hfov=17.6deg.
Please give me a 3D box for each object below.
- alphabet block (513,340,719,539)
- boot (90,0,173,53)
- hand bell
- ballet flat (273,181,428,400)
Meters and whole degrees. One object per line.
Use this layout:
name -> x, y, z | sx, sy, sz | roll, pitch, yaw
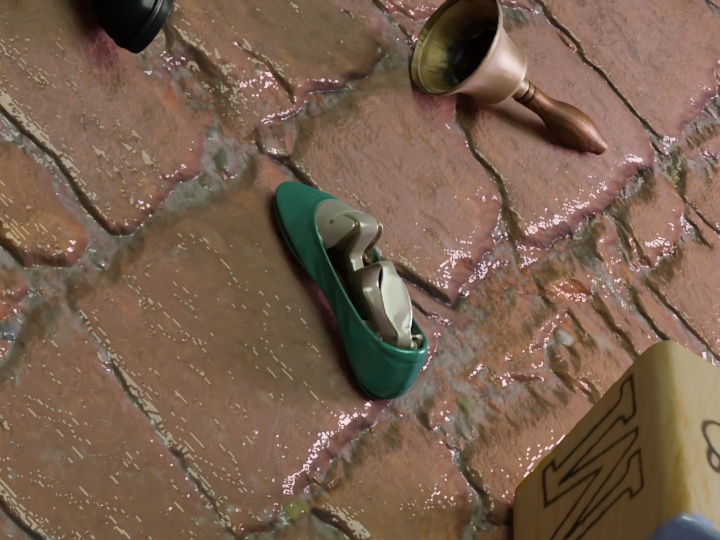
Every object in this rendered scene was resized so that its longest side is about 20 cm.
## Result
alphabet block -> 0.235, 0.209, 1.661 | 0.195, 0.197, 0.201 | 31, 31, -18
boot -> -0.234, -0.265, 1.783 | 0.167, 0.076, 0.201 | 22, 36, -31
hand bell -> 0.149, -0.155, 2.043 | 0.199, 0.104, 0.105 | 30, 38, -36
ballet flat -> 0.000, 0.000, 1.760 | 0.067, 0.070, 0.201 | -2, 57, -43
